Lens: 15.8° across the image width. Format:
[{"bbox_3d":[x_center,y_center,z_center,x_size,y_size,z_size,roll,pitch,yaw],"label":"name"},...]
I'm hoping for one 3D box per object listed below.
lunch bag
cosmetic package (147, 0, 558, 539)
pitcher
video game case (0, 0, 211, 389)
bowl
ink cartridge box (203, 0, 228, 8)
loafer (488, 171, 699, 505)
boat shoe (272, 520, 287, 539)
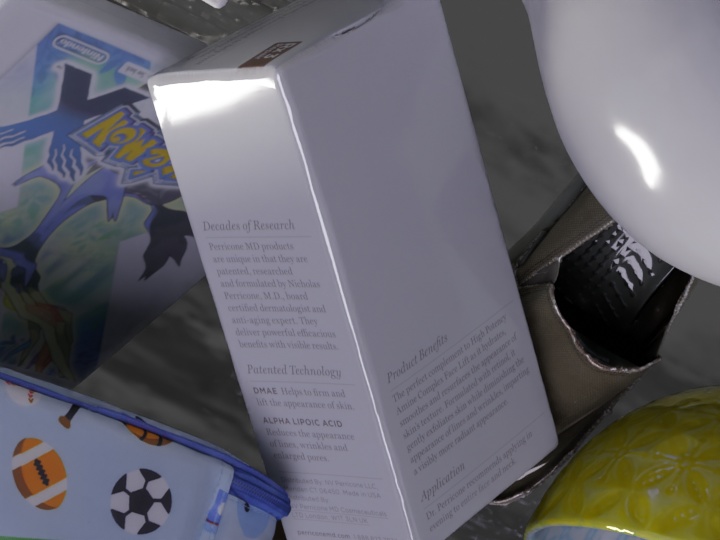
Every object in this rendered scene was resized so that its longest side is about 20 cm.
[{"bbox_3d":[-0.138,0.076,0.987,0.200,0.160,0.076,25,80,-22],"label":"lunch bag"},{"bbox_3d":[0.000,0.000,0.987,0.074,0.102,0.200,-2,111,41],"label":"cosmetic package"},{"bbox_3d":[0.131,-0.103,0.917,0.172,0.200,0.121,-48,142,18],"label":"pitcher"},{"bbox_3d":[-0.125,-0.029,1.011,0.182,0.022,0.200,-40,146,24],"label":"video game case"},{"bbox_3d":[0.175,0.097,1.034,0.200,0.200,0.108,25,74,-3],"label":"bowl"},{"bbox_3d":[-0.057,-0.213,0.879,0.145,0.200,0.147,29,116,-6],"label":"ink cartridge box"},{"bbox_3d":[0.082,0.021,1.044,0.075,0.070,0.200,28,117,-5],"label":"loafer"},{"bbox_3d":[-0.042,0.146,1.125,0.200,0.070,0.070,33,115,-7],"label":"boat shoe"}]
